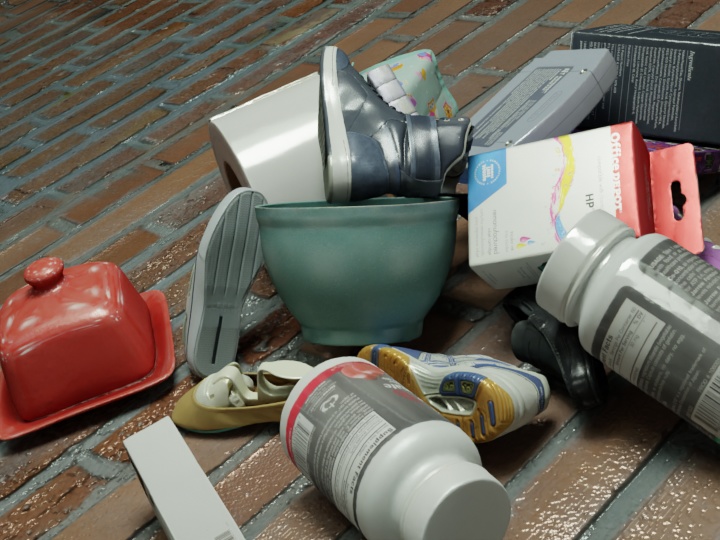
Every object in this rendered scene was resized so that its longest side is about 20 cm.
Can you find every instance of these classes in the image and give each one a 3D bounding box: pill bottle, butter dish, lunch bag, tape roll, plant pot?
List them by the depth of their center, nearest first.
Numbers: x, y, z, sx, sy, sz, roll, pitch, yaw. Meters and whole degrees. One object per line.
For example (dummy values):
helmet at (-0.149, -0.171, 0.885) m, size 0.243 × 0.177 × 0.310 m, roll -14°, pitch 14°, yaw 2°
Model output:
pill bottle at (0.245, 0.042, 0.884) m, size 0.200 × 0.114 × 0.113 m, roll 37°, pitch 56°, yaw 25°
pill bottle at (0.026, 0.155, 0.888) m, size 0.110 × 0.111 × 0.200 m, roll -30°, pitch 32°, yaw -20°
plant pot at (0.000, 0.000, 1.091) m, size 0.198 × 0.135 × 0.200 m, roll -3°, pitch 5°, yaw 0°
butter dish at (-0.313, 0.054, 1.198) m, size 0.199 × 0.149 × 0.200 m, roll -20°, pitch 31°, yaw -4°
tape roll at (-0.070, -0.101, 1.269) m, size 0.138 × 0.204 × 0.203 m, roll -25°, pitch 31°, yaw -11°
lunch bag at (0.002, -0.189, 1.456) m, size 0.199 × 0.123 × 0.171 m, roll -7°, pitch 33°, yaw 35°

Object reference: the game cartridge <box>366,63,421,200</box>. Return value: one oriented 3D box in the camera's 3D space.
game cartridge at (0.046, -0.123, 1.217) m, size 0.038 × 0.200 × 0.130 m, roll -23°, pitch 74°, yaw -7°

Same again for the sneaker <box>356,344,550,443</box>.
sneaker at (0.078, 0.108, 0.997) m, size 0.088 × 0.076 × 0.199 m, roll -9°, pitch 14°, yaw -40°

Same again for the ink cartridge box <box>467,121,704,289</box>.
ink cartridge box at (0.200, -0.060, 1.018) m, size 0.199 × 0.067 × 0.117 m, roll -11°, pitch 65°, yaw 25°

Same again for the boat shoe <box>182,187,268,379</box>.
boat shoe at (-0.150, 0.009, 1.160) m, size 0.073 × 0.202 × 0.067 m, roll 15°, pitch 4°, yaw -33°

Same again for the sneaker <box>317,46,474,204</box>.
sneaker at (0.031, -0.143, 1.085) m, size 0.145 × 0.077 × 0.203 m, roll -3°, pitch 49°, yaw -6°

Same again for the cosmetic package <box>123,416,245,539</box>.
cosmetic package at (-0.135, 0.207, 0.919) m, size 0.050 × 0.083 × 0.200 m, roll -29°, pitch 31°, yaw -14°

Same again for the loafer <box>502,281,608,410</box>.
loafer at (0.171, 0.066, 1.004) m, size 0.070 × 0.068 × 0.201 m, roll -23°, pitch 24°, yaw 7°

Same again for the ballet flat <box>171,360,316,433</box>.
ballet flat at (-0.098, 0.112, 1.070) m, size 0.198 × 0.063 × 0.069 m, roll -6°, pitch 34°, yaw 21°

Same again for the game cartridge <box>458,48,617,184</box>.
game cartridge at (0.174, -0.160, 1.183) m, size 0.200 × 0.042 × 0.133 m, roll -43°, pitch 29°, yaw -15°

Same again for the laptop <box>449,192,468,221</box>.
laptop at (0.208, -0.097, 1.192) m, size 0.186 × 0.116 × 0.201 m, roll 3°, pitch 42°, yaw 31°

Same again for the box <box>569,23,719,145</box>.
box at (0.350, -0.212, 1.256) m, size 0.199 × 0.108 × 0.148 m, roll 12°, pitch 20°, yaw 32°

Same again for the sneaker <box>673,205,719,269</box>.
sneaker at (0.317, -0.004, 1.042) m, size 0.113 × 0.073 × 0.201 m, roll -7°, pitch 42°, yaw 11°

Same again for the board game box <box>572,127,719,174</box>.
board game box at (0.313, -0.140, 1.248) m, size 0.119 × 0.033 × 0.200 m, roll -12°, pitch 22°, yaw -29°
